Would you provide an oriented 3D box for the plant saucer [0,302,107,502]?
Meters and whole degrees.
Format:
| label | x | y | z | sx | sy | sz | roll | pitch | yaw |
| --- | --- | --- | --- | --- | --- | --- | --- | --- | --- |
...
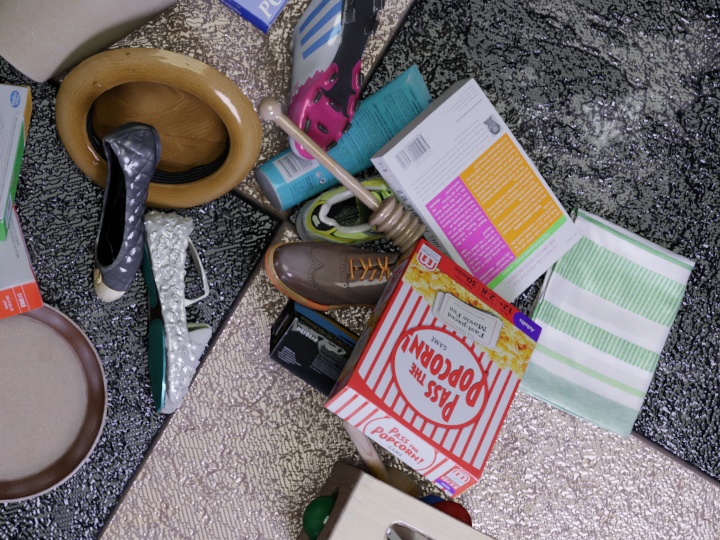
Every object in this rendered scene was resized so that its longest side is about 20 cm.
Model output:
| label | x | y | z | sx | sy | sz | roll | pitch | yaw |
| --- | --- | --- | --- | --- | --- | --- | --- | --- | --- |
| plant saucer | -0.347 | 0.124 | 1.665 | 0.200 | 0.034 | 0.201 | 0 | 88 | -11 |

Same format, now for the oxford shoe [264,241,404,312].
| label | x | y | z | sx | sy | sz | roll | pitch | yaw |
| --- | --- | --- | --- | --- | --- | --- | --- | --- | --- |
| oxford shoe | 0.000 | 0.000 | 1.675 | 0.200 | 0.073 | 0.071 | 10 | 65 | -35 |

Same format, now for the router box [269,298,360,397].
| label | x | y | z | sx | sy | sz | roll | pitch | yaw |
| --- | --- | --- | --- | --- | --- | --- | --- | --- | --- |
| router box | 0.005 | 0.106 | 1.666 | 0.200 | 0.149 | 0.051 | 35 | 95 | -8 |

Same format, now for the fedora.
| label | x | y | z | sx | sy | sz | roll | pitch | yaw |
| --- | --- | --- | --- | --- | --- | --- | --- | --- | --- |
| fedora | -0.191 | -0.152 | 1.660 | 0.200 | 0.082 | 0.201 | 3 | 131 | 4 |

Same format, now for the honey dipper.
| label | x | y | z | sx | sy | sz | roll | pitch | yaw |
| --- | --- | --- | --- | --- | --- | --- | --- | --- | --- |
| honey dipper | -0.021 | -0.096 | 1.649 | 0.200 | 0.038 | 0.038 | 42 | 82 | -7 |

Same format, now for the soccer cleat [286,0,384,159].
| label | x | y | z | sx | sy | sz | roll | pitch | yaw |
| --- | --- | --- | --- | --- | --- | --- | --- | --- | --- |
| soccer cleat | -0.039 | -0.203 | 1.710 | 0.070 | 0.086 | 0.200 | 31 | 74 | -44 |

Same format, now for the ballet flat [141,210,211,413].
| label | x | y | z | sx | sy | sz | roll | pitch | yaw |
| --- | --- | --- | --- | --- | --- | --- | --- | --- | --- |
| ballet flat | -0.178 | 0.039 | 1.680 | 0.072 | 0.072 | 0.200 | -6 | 90 | -10 |

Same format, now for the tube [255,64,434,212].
| label | x | y | z | sx | sy | sz | roll | pitch | yaw |
| --- | --- | --- | --- | --- | --- | --- | --- | --- | --- |
| tube | -0.009 | -0.128 | 1.729 | 0.200 | 0.050 | 0.078 | -30 | 98 | -13 |

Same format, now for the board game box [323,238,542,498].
| label | x | y | z | sx | sy | sz | roll | pitch | yaw |
| --- | --- | --- | --- | --- | --- | --- | --- | --- | --- |
| board game box | 0.071 | 0.089 | 1.594 | 0.151 | 0.046 | 0.200 | 36 | 49 | -10 |

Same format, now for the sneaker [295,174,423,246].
| label | x | y | z | sx | sy | sz | roll | pitch | yaw |
| --- | --- | --- | --- | --- | --- | --- | --- | --- | --- |
| sneaker | 0.036 | -0.064 | 1.717 | 0.200 | 0.076 | 0.076 | -20 | 90 | -11 |

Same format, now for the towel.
| label | x | y | z | sx | sy | sz | roll | pitch | yaw |
| --- | --- | --- | --- | --- | --- | --- | --- | --- | --- |
| towel | 0.248 | 0.053 | 1.777 | 0.152 | 0.023 | 0.200 | 24 | 84 | -9 |

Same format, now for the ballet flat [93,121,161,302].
| label | x | y | z | sx | sy | sz | roll | pitch | yaw |
| --- | --- | --- | --- | --- | --- | --- | --- | --- | --- |
| ballet flat | -0.236 | -0.056 | 1.640 | 0.057 | 0.066 | 0.200 | -11 | 130 | -36 |

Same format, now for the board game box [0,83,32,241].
| label | x | y | z | sx | sy | sz | roll | pitch | yaw |
| --- | --- | --- | --- | --- | --- | --- | --- | --- | --- |
| board game box | -0.422 | -0.115 | 1.619 | 0.200 | 0.040 | 0.153 | 8 | 62 | -4 |

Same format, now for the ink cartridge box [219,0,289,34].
| label | x | y | z | sx | sy | sz | roll | pitch | yaw |
| --- | --- | --- | --- | --- | --- | --- | --- | --- | --- |
| ink cartridge box | -0.075 | -0.348 | 1.725 | 0.094 | 0.044 | 0.200 | 35 | 83 | -5 |

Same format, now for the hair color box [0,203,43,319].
| label | x | y | z | sx | sy | sz | roll | pitch | yaw |
| --- | --- | --- | --- | --- | --- | --- | --- | --- | --- |
| hair color box | -0.414 | 0.004 | 1.624 | 0.200 | 0.064 | 0.111 | -17 | 66 | -9 |

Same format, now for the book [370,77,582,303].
| label | x | y | z | sx | sy | sz | roll | pitch | yaw |
| --- | --- | --- | --- | --- | --- | --- | --- | --- | --- |
| book | 0.115 | -0.071 | 1.703 | 0.134 | 0.048 | 0.200 | -42 | 107 | -24 |

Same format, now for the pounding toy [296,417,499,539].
| label | x | y | z | sx | sy | sz | roll | pitch | yaw |
| --- | --- | --- | --- | --- | --- | --- | --- | --- | --- |
| pounding toy | 0.027 | 0.239 | 1.649 | 0.200 | 0.184 | 0.142 | 28 | 83 | -8 |

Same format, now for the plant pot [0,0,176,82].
| label | x | y | z | sx | sy | sz | roll | pitch | yaw |
| --- | --- | --- | --- | --- | --- | --- | --- | --- | --- |
| plant pot | -0.270 | -0.282 | 1.635 | 0.187 | 0.187 | 0.200 | 43 | 97 | -6 |
